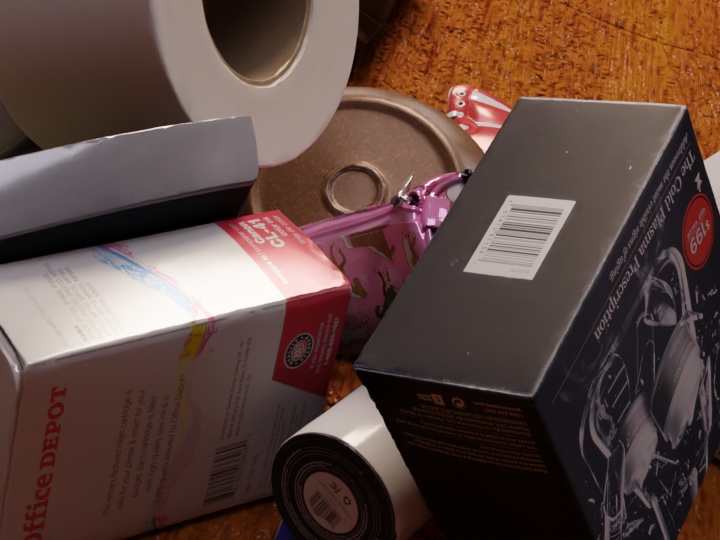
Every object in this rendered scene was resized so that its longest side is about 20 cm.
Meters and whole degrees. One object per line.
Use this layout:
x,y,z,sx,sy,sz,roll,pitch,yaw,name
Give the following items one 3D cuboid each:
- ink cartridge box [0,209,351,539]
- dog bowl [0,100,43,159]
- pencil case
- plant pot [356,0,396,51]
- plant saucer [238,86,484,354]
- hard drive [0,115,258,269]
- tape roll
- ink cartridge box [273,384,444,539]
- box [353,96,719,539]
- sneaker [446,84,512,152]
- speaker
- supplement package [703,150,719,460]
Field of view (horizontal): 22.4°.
-0.117,0.061,0.970,0.199,0.149,0.086,-11,42,-34,ink cartridge box
-0.256,-0.137,1.165,0.198,0.202,0.059,16,0,0,dog bowl
0.000,0.000,1.041,0.082,0.087,0.199,-17,1,-44,pencil case
-0.026,-0.282,1.458,0.198,0.201,0.199,16,42,1,plant pot
-0.004,-0.044,1.179,0.198,0.037,0.202,0,61,-1,plant saucer
-0.153,-0.016,0.978,0.199,0.135,0.043,-15,63,-33,hard drive
-0.112,-0.162,1.082,0.138,0.205,0.202,1,24,34,tape roll
0.019,0.125,1.037,0.094,0.037,0.200,23,37,9,ink cartridge box
0.111,0.045,0.940,0.103,0.183,0.201,7,50,34,box
0.050,-0.075,1.293,0.198,0.072,0.113,-5,38,-28,sneaker
0.041,0.082,1.002,0.081,0.082,0.200,31,38,21,speaker
0.290,0.028,1.176,0.199,0.148,0.191,34,38,24,supplement package
